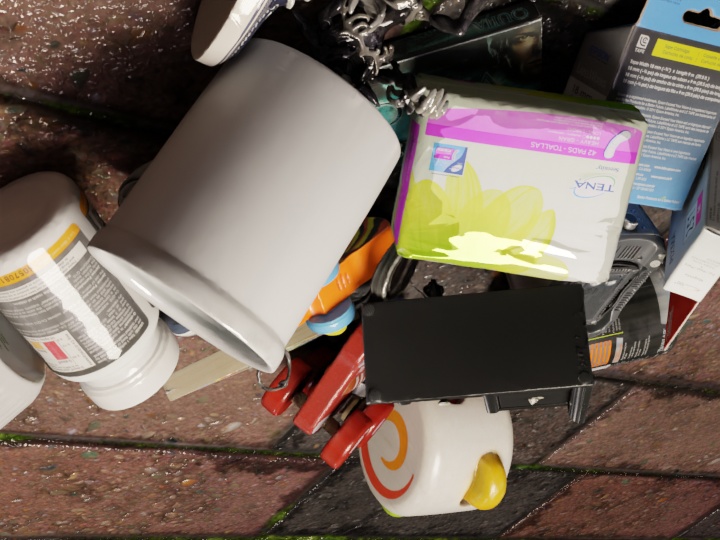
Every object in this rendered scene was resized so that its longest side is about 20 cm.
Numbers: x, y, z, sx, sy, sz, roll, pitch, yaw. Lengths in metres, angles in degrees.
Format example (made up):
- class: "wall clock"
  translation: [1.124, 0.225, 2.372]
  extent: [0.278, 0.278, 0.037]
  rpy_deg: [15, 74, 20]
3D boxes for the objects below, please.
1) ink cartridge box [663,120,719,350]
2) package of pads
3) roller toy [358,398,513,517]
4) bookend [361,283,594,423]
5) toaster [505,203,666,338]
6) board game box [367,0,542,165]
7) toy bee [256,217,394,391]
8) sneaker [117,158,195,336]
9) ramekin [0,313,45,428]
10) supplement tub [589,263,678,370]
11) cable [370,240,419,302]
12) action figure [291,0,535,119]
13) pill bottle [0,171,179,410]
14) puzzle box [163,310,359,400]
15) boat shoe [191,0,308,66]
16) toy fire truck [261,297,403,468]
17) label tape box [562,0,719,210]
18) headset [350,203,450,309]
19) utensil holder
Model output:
- class: "ink cartridge box"
  translation: [0.330, -0.049, 1.120]
  extent: [0.043, 0.201, 0.174]
  rpy_deg: [20, 140, 0]
- class: "package of pads"
  translation: [0.132, -0.074, 0.956]
  extent: [0.198, 0.068, 0.156]
  rpy_deg: [7, 113, -7]
- class: "roller toy"
  translation: [0.095, 0.202, 1.364]
  extent: [0.139, 0.184, 0.200]
  rpy_deg: [2, 166, -29]
- class: "bookend"
  translation: [0.113, 0.091, 1.060]
  extent: [0.198, 0.093, 0.199]
  rpy_deg: [-5, 162, 7]
- class: "toaster"
  translation: [0.220, -0.017, 1.165]
  extent: [0.113, 0.130, 0.201]
  rpy_deg: [-1, 142, -23]
- class: "board game box"
  translation: [0.062, -0.154, 0.985]
  extent: [0.198, 0.028, 0.136]
  rpy_deg: [-17, 147, -2]
- class: "toy bee"
  translation: [-0.062, 0.011, 1.012]
  extent: [0.199, 0.108, 0.132]
  rpy_deg: [-23, 117, -46]
- class: "sneaker"
  translation: [-0.168, -0.020, 1.007]
  extent: [0.145, 0.077, 0.203]
  rpy_deg: [2, 133, -46]
- class: "ramekin"
  translation: [-0.347, 0.052, 0.940]
  extent: [0.094, 0.203, 0.203]
  rpy_deg: [-30, 146, -1]
- class: "supplement tub"
  translation: [0.254, 0.056, 1.291]
  extent: [0.198, 0.123, 0.123]
  rpy_deg: [-11, 146, -11]
- class: "cable"
  translation: [0.077, -0.050, 1.040]
  extent: [0.050, 0.200, 0.098]
  rpy_deg: [23, 137, 17]
- class: "action figure"
  translation: [0.027, -0.181, 0.854]
  extent: [0.199, 0.102, 0.119]
  rpy_deg: [-36, 125, 17]
- class: "pill bottle"
  translation: [-0.245, 0.023, 0.965]
  extent: [0.115, 0.117, 0.201]
  rpy_deg: [-23, 128, 7]
- class: "puzzle box"
  translation: [-0.097, 0.078, 1.141]
  extent: [0.132, 0.026, 0.200]
  rpy_deg: [-25, 177, 26]
- class: "boat shoe"
  translation: [-0.041, -0.215, 0.804]
  extent: [0.092, 0.075, 0.200]
  rpy_deg: [16, 133, -30]
- class: "toy fire truck"
  translation: [-0.004, 0.108, 1.231]
  extent: [0.168, 0.112, 0.200]
  rpy_deg: [-53, 170, 17]
- class: "label tape box"
  translation: [0.263, -0.163, 1.022]
  extent: [0.143, 0.063, 0.202]
  rpy_deg: [5, 115, -31]
- class: "headset"
  translation: [0.000, 0.000, 1.115]
  extent: [0.199, 0.095, 0.124]
  rpy_deg: [18, 133, -27]
- class: "utensil holder"
  translation: [-0.084, -0.051, 0.868]
  extent: [0.201, 0.169, 0.170]
  rpy_deg: [-57, 148, -14]
